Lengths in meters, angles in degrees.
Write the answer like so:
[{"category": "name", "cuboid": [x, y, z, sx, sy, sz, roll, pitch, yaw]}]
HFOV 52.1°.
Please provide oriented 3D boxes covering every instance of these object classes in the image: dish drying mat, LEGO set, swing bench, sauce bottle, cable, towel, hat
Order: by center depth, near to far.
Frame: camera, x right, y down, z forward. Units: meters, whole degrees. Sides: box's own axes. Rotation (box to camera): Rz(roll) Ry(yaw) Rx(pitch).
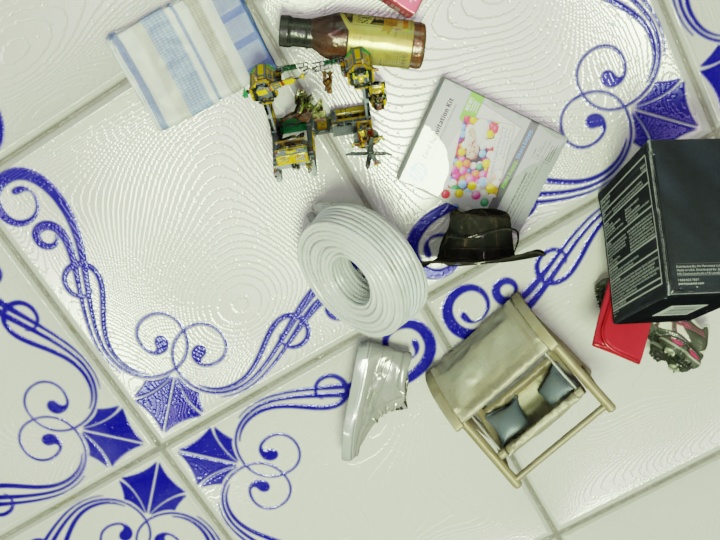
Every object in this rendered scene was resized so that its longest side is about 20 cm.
[{"category": "LEGO set", "cuboid": [-0.055, -0.198, 0.979, 0.197, 0.117, 0.155, -4, 141, -5]}, {"category": "sauce bottle", "cuboid": [-0.011, -0.314, 0.994, 0.197, 0.066, 0.067, 5, 108, -5]}, {"category": "towel", "cuboid": [-0.233, -0.299, 1.016, 0.198, 0.024, 0.148, -26, 107, 6]}, {"category": "hat", "cuboid": [0.156, -0.048, 1.026, 0.197, 0.201, 0.082, -7, 91, 1]}, {"category": "cable", "cuboid": [0.000, 0.000, 1.039, 0.069, 0.199, 0.202, -39, 114, -34]}, {"category": "dish drying mat", "cuboid": [0.400, 0.029, 1.080, 0.076, 0.018, 0.202, 21, 74, 0]}, {"category": "swing bench", "cuboid": [0.237, 0.179, 1.125, 0.199, 0.130, 0.200, -43, 103, 12]}]

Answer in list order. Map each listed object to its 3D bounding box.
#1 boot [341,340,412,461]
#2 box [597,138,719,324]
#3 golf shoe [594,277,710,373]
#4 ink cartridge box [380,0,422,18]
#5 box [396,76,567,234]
[{"category": "boot", "cuboid": [0.027, 0.214, 1.158, 0.094, 0.074, 0.203, 11, 106, 2]}, {"category": "box", "cuboid": [0.415, -0.045, 0.984, 0.121, 0.200, 0.202, -3, 76, -1]}, {"category": "golf shoe", "cuboid": [0.448, 0.068, 1.135, 0.199, 0.077, 0.088, 40, 72, -4]}, {"category": "ink cartridge box", "cuboid": [0.017, -0.443, 0.945, 0.198, 0.083, 0.148, 28, 105, -10]}, {"category": "box", "cuboid": [0.173, -0.164, 1.061, 0.198, 0.041, 0.157, 24, 106, -7]}]
